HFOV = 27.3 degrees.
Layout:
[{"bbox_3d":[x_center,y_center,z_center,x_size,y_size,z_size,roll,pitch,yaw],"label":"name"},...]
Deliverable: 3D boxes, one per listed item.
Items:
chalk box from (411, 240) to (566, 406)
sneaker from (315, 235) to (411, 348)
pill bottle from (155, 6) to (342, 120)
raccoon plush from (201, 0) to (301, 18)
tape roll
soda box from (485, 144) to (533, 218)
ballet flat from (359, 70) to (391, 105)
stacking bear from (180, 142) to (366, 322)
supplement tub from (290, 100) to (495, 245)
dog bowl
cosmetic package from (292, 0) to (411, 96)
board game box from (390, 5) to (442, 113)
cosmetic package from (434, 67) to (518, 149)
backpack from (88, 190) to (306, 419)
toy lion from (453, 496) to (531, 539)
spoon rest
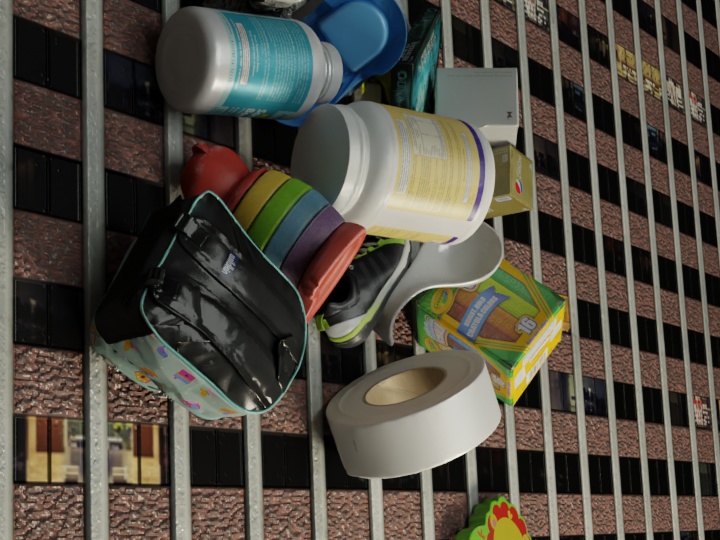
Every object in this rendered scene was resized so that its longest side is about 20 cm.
[{"bbox_3d":[0.150,0.055,1.914,0.125,0.199,0.124,-50,160,-20],"label":"chalk box"},{"bbox_3d":[0.000,0.000,1.796,0.083,0.071,0.201,49,48,-32],"label":"sneaker"},{"bbox_3d":[-0.114,-0.221,1.601,0.198,0.110,0.112,-1,83,-42],"label":"pill bottle"},{"bbox_3d":[-0.101,-0.346,1.633,0.096,0.199,0.136,4,87,-38],"label":"raccoon plush"},{"bbox_3d":[0.061,0.166,1.737,0.202,0.201,0.072,-40,116,-54],"label":"tape roll"},{"bbox_3d":[0.121,-0.101,1.897,0.064,0.198,0.069,26,60,-52],"label":"soda box"},{"bbox_3d":[0.020,-0.157,1.864,0.067,0.066,0.203,1,90,-61],"label":"ballet flat"},{"bbox_3d":[-0.104,-0.056,1.557,0.199,0.122,0.114,35,65,6],"label":"stacking bear"},{"bbox_3d":[0.036,-0.110,1.663,0.198,0.145,0.147,7,75,-34],"label":"supplement tub"},{"bbox_3d":[-0.036,-0.253,1.709,0.112,0.199,0.050,52,15,-10],"label":"dog bowl"},{"bbox_3d":[-0.020,-0.292,1.834,0.200,0.089,0.108,-44,118,-49],"label":"cosmetic package"},{"bbox_3d":[0.068,-0.228,1.818,0.201,0.028,0.137,-65,160,-58],"label":"board game box"},{"bbox_3d":[0.148,-0.180,1.902,0.200,0.106,0.086,84,7,-70],"label":"cosmetic package"},{"bbox_3d":[-0.155,0.050,1.461,0.200,0.153,0.177,41,50,-24],"label":"backpack"},{"bbox_3d":[0.181,0.399,2.005,0.199,0.068,0.194,31,50,-50],"label":"toy lion"},{"bbox_3d":[0.094,0.007,1.842,0.200,0.099,0.061,-42,153,-16],"label":"spoon rest"}]
